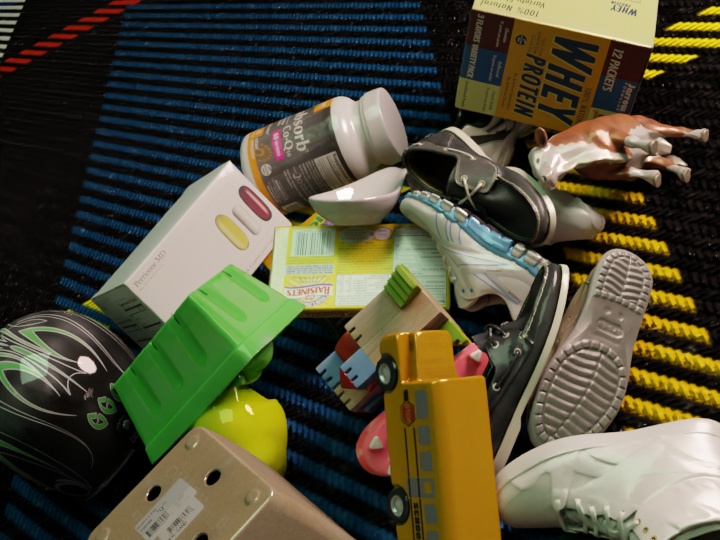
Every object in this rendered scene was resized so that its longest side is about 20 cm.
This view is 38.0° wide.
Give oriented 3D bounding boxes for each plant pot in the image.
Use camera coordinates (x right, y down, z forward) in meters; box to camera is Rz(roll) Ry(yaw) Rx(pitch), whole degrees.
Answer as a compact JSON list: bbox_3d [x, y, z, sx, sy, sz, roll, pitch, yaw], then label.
[{"bbox_3d":[-0.109,0.255,0.877,0.200,0.178,0.199,-45,38,-16],"label":"plant pot"}]

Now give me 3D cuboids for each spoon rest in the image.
[{"bbox_3d":[0.021,-0.084,1.161,0.098,0.062,0.199,2,6,34],"label":"spoon rest"}]

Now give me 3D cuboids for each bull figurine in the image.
[{"bbox_3d":[0.259,-0.119,1.053,0.120,0.066,0.198,19,28,39],"label":"bull figurine"}]

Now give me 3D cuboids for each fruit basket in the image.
[{"bbox_3d":[-0.131,0.130,1.073,0.212,0.219,0.155,-12,15,27],"label":"fruit basket"}]

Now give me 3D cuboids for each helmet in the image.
[{"bbox_3d":[-0.334,0.139,1.154,0.200,0.190,0.201,-45,15,15],"label":"helmet"}]

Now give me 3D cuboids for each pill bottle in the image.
[{"bbox_3d":[-0.046,-0.154,1.342,0.197,0.117,0.117,-20,38,18],"label":"pill bottle"}]

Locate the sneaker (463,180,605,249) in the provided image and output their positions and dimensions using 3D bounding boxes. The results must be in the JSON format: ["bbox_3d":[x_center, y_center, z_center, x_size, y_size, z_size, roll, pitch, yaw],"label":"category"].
[{"bbox_3d":[0.169,-0.051,1.113,0.198,0.076,0.081,16,75,47],"label":"sneaker"}]

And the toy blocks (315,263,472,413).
[{"bbox_3d":[0.022,0.076,0.990,0.136,0.200,0.100,-42,74,3],"label":"toy blocks"}]

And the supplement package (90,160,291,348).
[{"bbox_3d":[-0.206,-0.010,1.266,0.201,0.111,0.155,-54,17,-24],"label":"supplement package"}]

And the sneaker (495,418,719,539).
[{"bbox_3d":[0.195,0.189,0.807,0.197,0.074,0.117,-19,36,18],"label":"sneaker"}]

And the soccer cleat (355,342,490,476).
[{"bbox_3d":[0.079,0.122,0.985,0.199,0.067,0.076,-35,8,-12],"label":"soccer cleat"}]

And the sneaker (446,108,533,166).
[{"bbox_3d":[0.166,-0.201,1.257,0.075,0.088,0.201,-1,46,38],"label":"sneaker"}]

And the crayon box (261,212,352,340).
[{"bbox_3d":[-0.033,-0.010,1.225,0.125,0.052,0.199,-41,36,-10],"label":"crayon box"}]

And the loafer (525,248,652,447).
[{"bbox_3d":[0.204,0.079,0.941,0.202,0.074,0.070,-59,-1,-20],"label":"loafer"}]

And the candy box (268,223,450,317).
[{"bbox_3d":[0.000,0.000,1.124,0.196,0.026,0.104,-1,66,9],"label":"candy box"}]

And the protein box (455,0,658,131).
[{"bbox_3d":[0.227,-0.278,1.192,0.195,0.136,0.202,14,49,6],"label":"protein box"}]

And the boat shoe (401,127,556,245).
[{"bbox_3d":[0.119,-0.080,1.067,0.067,0.073,0.200,-14,38,-33],"label":"boat shoe"}]

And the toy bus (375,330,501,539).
[{"bbox_3d":[0.065,0.150,0.860,0.078,0.064,0.204,-15,78,54],"label":"toy bus"}]

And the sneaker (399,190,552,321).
[{"bbox_3d":[0.108,-0.009,1.063,0.199,0.075,0.087,34,94,29],"label":"sneaker"}]

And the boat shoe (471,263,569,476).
[{"bbox_3d":[0.123,0.081,0.920,0.075,0.065,0.202,-61,-8,-85],"label":"boat shoe"}]
